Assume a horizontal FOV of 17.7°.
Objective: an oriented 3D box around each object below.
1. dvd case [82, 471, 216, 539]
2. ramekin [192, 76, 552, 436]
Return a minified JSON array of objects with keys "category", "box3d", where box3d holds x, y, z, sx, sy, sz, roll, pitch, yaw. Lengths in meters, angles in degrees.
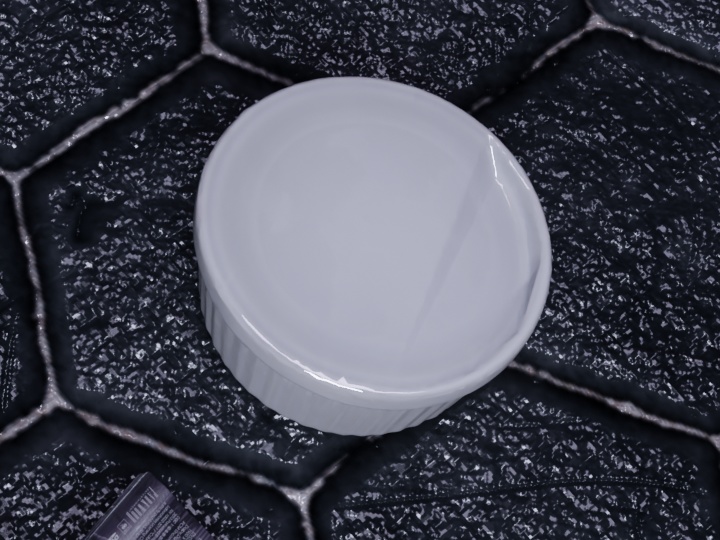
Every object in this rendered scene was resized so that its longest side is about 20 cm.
[{"category":"dvd case","box3d":[-0.086,0.223,1.157,0.200,0.016,0.149,47,60,-10]},{"category":"ramekin","box3d":[0.000,0.000,1.290,0.201,0.094,0.204,6,60,-11]}]
